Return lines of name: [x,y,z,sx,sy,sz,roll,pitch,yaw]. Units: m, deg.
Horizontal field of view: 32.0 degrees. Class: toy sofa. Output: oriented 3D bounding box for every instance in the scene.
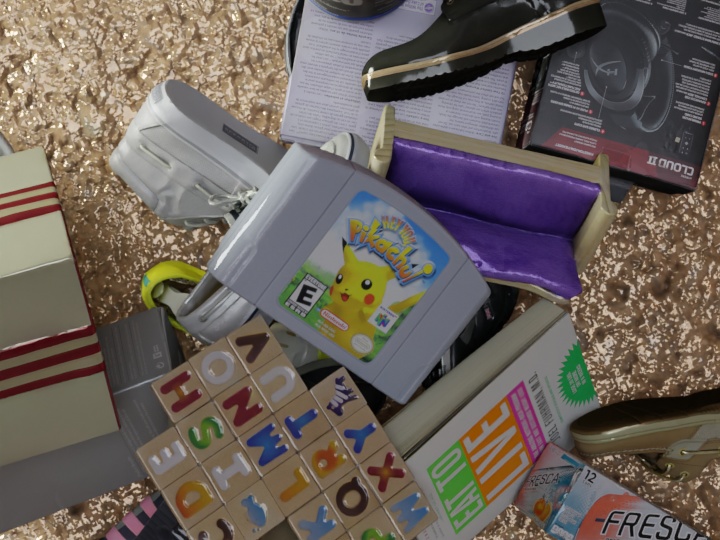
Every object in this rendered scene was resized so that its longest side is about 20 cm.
toy sofa: [0.098,-0.051,0.997,0.197,0.083,0.099,12,51,-6]

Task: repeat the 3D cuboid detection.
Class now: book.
book: [0.104,0.135,1.021,0.199,0.048,0.134,-39,128,-16]

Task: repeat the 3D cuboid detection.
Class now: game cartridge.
game cartridge: [0.000,0.000,0.944,0.199,0.040,0.134,35,94,-25]

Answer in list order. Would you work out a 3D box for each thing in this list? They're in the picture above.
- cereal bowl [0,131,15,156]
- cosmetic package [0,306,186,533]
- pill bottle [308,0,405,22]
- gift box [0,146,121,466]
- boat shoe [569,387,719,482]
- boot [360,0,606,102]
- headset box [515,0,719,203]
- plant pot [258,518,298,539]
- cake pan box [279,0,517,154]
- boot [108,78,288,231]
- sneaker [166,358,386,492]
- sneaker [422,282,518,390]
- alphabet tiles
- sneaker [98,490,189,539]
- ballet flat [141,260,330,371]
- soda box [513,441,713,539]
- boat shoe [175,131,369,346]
cereal bowl: [-0.363,-0.051,1.006,0.197,0.083,0.203,-4,107,-13]
cosmetic package: [-0.231,0.122,1.007,0.197,0.091,0.108,-17,133,-2]
pill bottle: [0.000,-0.261,0.932,0.112,0.200,0.116,0,88,-2]
gift box: [-0.292,0.034,0.915,0.184,0.200,0.187,-16,123,-14]
boat shoe: [0.269,0.142,1.050,0.197,0.074,0.067,-5,98,-16]
boot: [0.079,-0.223,0.988,0.197,0.077,0.140,-19,89,-9]
headset box: [0.223,-0.161,1.055,0.147,0.077,0.203,14,91,-3]
plant pot: [-0.043,0.248,1.002,0.197,0.201,0.136,-8,63,-3]
cake pan box: [0.034,-0.183,1.058,0.197,0.052,0.187,9,88,-4]
boot: [-0.111,-0.066,1.049,0.199,0.074,0.096,37,118,-15]
sneaker: [-0.044,0.137,0.994,0.198,0.106,0.076,-12,127,-32]
sneaker: [0.095,0.046,1.053,0.086,0.076,0.203,-5,91,-9]
alphabet tiles: [-0.059,0.141,0.908,0.166,0.008,0.201,-32,88,-23]
sneaker: [-0.166,0.221,1.035,0.199,0.082,0.070,-37,99,27]
ballet flat: [-0.095,0.055,1.043,0.198,0.067,0.067,29,90,-4]
soda box: [0.227,0.219,1.038,0.199,0.068,0.064,31,89,-20]
boat shoe: [-0.077,-0.034,0.968,0.086,0.075,0.203,34,95,-24]
